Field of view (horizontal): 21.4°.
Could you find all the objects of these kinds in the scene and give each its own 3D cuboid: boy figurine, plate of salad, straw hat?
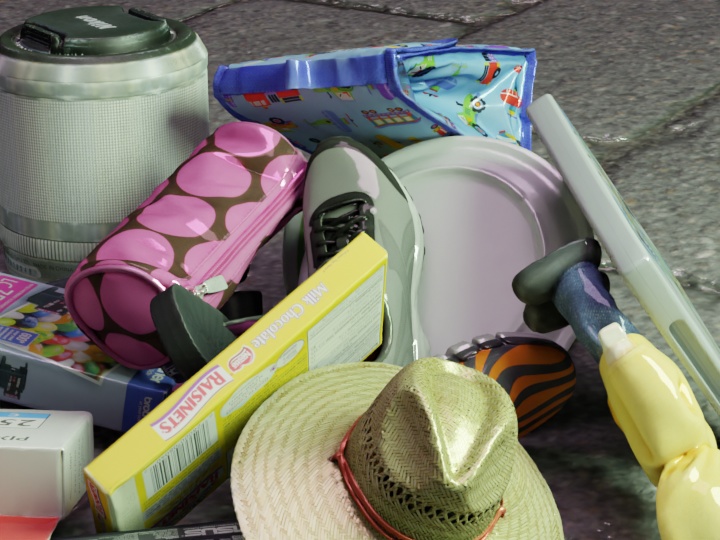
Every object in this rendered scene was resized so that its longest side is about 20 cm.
[{"bbox_3d":[0.156,0.082,1.051,0.064,0.125,0.201,-26,59,0],"label":"boy figurine"},{"bbox_3d":[0.056,0.007,1.223,0.198,0.202,0.048,8,-21,24],"label":"plate of salad"},{"bbox_3d":[0.036,0.093,0.955,0.199,0.085,0.202,17,40,-14],"label":"straw hat"}]

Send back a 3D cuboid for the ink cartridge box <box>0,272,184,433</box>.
[{"bbox_3d":[-0.168,0.056,1.211,0.198,0.042,0.119,16,21,9],"label":"ink cartridge box"}]

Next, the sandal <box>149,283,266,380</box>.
[{"bbox_3d":[-0.057,0.055,1.107,0.048,0.076,0.200,-30,-22,9],"label":"sandal"}]

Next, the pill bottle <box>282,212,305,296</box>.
[{"bbox_3d":[0.055,-0.011,1.317,0.198,0.112,0.111,6,21,18],"label":"pill bottle"}]

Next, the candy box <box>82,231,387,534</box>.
[{"bbox_3d":[-0.063,0.070,1.021,0.200,0.103,0.026,-40,71,-22],"label":"candy box"}]

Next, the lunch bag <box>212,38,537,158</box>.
[{"bbox_3d":[0.007,-0.116,1.300,0.149,0.095,0.199,1,-3,35],"label":"lunch bag"}]

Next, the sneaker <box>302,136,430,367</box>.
[{"bbox_3d":[0.000,0.000,1.173,0.073,0.079,0.202,-18,60,13],"label":"sneaker"}]

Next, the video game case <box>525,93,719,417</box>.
[{"bbox_3d":[0.176,0.005,1.153,0.022,0.183,0.201,-34,33,8],"label":"video game case"}]

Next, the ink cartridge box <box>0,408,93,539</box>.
[{"bbox_3d":[-0.249,0.109,0.987,0.198,0.045,0.176,1,8,1],"label":"ink cartridge box"}]

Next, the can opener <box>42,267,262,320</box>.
[{"bbox_3d":[-0.166,0.018,1.296,0.198,0.079,0.063,-8,-19,5],"label":"can opener"}]

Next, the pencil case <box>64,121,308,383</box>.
[{"bbox_3d":[-0.098,-0.020,1.201,0.093,0.091,0.200,-21,22,37],"label":"pencil case"}]

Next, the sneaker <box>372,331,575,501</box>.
[{"bbox_3d":[0.053,0.105,1.082,0.198,0.078,0.112,-20,30,-19],"label":"sneaker"}]

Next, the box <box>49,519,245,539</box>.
[{"bbox_3d":[-0.134,0.180,0.905,0.198,0.050,0.161,-4,18,-11],"label":"box"}]

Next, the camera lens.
[{"bbox_3d":[-0.188,-0.083,1.389,0.158,0.202,0.160,0,20,0],"label":"camera lens"}]
